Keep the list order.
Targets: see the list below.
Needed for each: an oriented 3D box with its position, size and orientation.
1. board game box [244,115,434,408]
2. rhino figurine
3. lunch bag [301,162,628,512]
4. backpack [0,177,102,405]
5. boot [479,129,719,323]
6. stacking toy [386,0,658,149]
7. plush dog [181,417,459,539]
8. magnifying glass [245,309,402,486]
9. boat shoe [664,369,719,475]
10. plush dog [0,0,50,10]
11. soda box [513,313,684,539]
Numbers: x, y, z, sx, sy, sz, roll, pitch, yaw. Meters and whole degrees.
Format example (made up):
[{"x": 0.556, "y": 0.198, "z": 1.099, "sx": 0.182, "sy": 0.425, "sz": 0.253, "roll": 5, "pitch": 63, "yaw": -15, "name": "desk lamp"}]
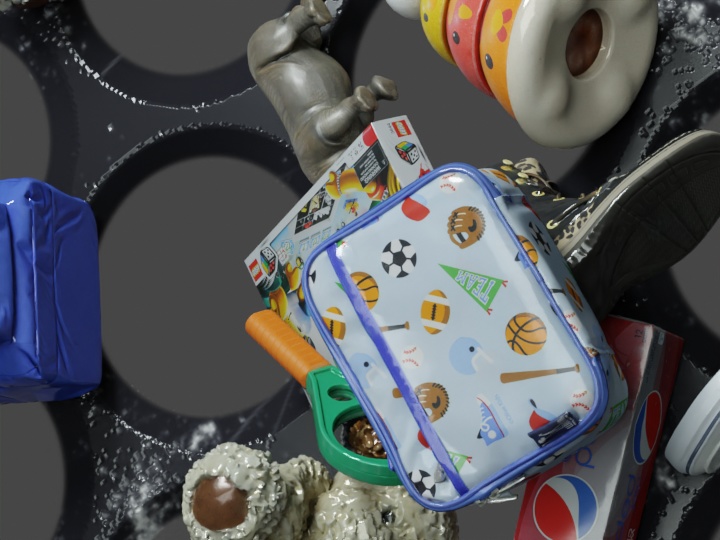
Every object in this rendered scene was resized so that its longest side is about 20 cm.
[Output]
[{"x": 0.000, "y": 0.000, "z": 1.580, "sx": 0.200, "sy": 0.035, "sz": 0.126, "roll": -45, "pitch": 65, "yaw": 50, "name": "board game box"}, {"x": -0.017, "y": -0.104, "z": 1.648, "sx": 0.087, "sy": 0.060, "sz": 0.200, "roll": -37, "pitch": 70, "yaw": 33, "name": "rhino figurine"}, {"x": 0.061, "y": 0.047, "z": 1.439, "sx": 0.160, "sy": 0.076, "sz": 0.200, "roll": -31, "pitch": 78, "yaw": 17, "name": "lunch bag"}, {"x": -0.308, "y": 0.015, "z": 1.691, "sx": 0.200, "sy": 0.168, "sz": 0.163, "roll": -8, "pitch": 73, "yaw": 24, "name": "backpack"}, {"x": 0.141, "y": -0.037, "z": 1.538, "sx": 0.200, "sy": 0.073, "sz": 0.151, "roll": -46, "pitch": 32, "yaw": 3, "name": "boot"}, {"x": 0.089, "y": -0.173, "z": 1.600, "sx": 0.200, "sy": 0.146, "sz": 0.146, "roll": 21, "pitch": 90, "yaw": 40, "name": "stacking toy"}, {"x": -0.018, "y": 0.188, "z": 1.583, "sx": 0.171, "sy": 0.160, "sz": 0.200, "roll": -10, "pitch": 103, "yaw": 4, "name": "plush dog"}, {"x": -0.017, "y": 0.082, "z": 1.552, "sx": 0.200, "sy": 0.079, "sz": 0.022, "roll": 43, "pitch": 138, "yaw": 44, "name": "magnifying glass"}, {"x": 0.283, "y": 0.067, "z": 1.497, "sx": 0.200, "sy": 0.074, "sz": 0.067, "roll": -47, "pitch": 66, "yaw": 8, "name": "boat shoe"}, {"x": -0.227, "y": -0.298, "z": 1.691, "sx": 0.200, "sy": 0.172, "sz": 0.161, "roll": -21, "pitch": 76, "yaw": 18, "name": "plush dog"}, {"x": 0.152, "y": 0.130, "z": 1.541, "sx": 0.063, "sy": 0.070, "sz": 0.200, "roll": 13, "pitch": 86, "yaw": 26, "name": "soda box"}]
